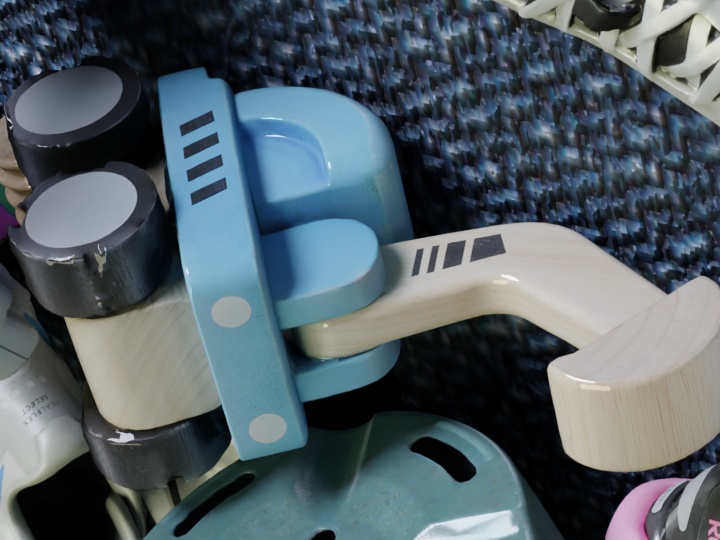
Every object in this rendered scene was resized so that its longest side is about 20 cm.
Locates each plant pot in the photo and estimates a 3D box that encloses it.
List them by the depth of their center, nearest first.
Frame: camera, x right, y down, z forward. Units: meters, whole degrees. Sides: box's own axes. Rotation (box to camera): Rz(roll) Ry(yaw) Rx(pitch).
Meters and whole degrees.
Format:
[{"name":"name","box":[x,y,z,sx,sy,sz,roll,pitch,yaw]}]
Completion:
[{"name":"plant pot","box":[0.020,0.164,0.860,0.200,0.200,0.196,7,135,43]}]

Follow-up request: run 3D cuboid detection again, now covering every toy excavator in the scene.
[{"name":"toy excavator","box":[0.000,0.000,0.819,0.195,0.199,0.100,-105,-1,-52]}]

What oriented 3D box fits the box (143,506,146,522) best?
[{"name":"box","box":[-0.179,0.070,1.133,0.200,0.035,0.110,31,144,20]}]

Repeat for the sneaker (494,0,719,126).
[{"name":"sneaker","box":[0.064,-0.081,0.682,0.200,0.072,0.072,40,144,5]}]

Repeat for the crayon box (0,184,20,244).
[{"name":"crayon box","box":[-0.238,-0.084,1.012,0.172,0.058,0.200,-3,124,47]}]

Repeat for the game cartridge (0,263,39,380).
[{"name":"game cartridge","box":[-0.196,-0.040,0.834,0.133,0.042,0.200,26,-171,-44]}]

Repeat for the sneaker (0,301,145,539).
[{"name":"sneaker","box":[-0.109,0.097,0.942,0.087,0.075,0.200,42,160,29]}]

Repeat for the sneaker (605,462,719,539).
[{"name":"sneaker","box":[0.167,0.128,0.803,0.200,0.079,0.095,44,135,-1]}]

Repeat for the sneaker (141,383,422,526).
[{"name":"sneaker","box":[-0.014,0.109,0.962,0.115,0.076,0.201,8,129,45]}]

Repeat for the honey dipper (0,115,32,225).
[{"name":"honey dipper","box":[-0.087,0.024,0.992,0.038,0.038,0.200,15,140,37]}]
